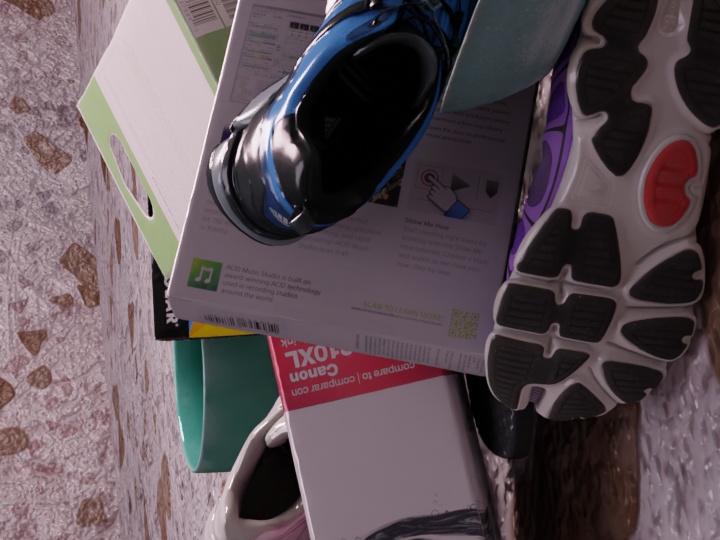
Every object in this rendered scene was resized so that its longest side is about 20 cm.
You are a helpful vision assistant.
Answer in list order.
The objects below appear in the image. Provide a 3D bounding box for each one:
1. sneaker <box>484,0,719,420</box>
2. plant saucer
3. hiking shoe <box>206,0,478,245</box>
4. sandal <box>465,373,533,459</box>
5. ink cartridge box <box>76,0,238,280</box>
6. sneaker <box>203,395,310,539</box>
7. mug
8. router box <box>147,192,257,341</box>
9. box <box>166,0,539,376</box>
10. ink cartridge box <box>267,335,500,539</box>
[{"bbox_3d":[0.102,-0.033,0.582,0.084,0.080,0.201,-90,13,-68],"label":"sneaker"},{"bbox_3d":[0.082,-0.147,0.543,0.200,0.036,0.201,21,-90,-88],"label":"plant saucer"},{"bbox_3d":[0.019,-0.095,0.590,0.201,0.074,0.087,-62,26,-11],"label":"hiking shoe"},{"bbox_3d":[0.076,0.017,0.710,0.201,0.048,0.076,-95,9,-61],"label":"sandal"},{"bbox_3d":[-0.111,-0.095,0.924,0.146,0.048,0.200,62,152,8],"label":"ink cartridge box"},{"bbox_3d":[-0.025,0.098,0.889,0.201,0.078,0.099,-61,-5,-22],"label":"sneaker"},{"bbox_3d":[-0.075,0.069,1.110,0.185,0.114,0.153,114,150,-57],"label":"mug"},{"bbox_3d":[-0.074,-0.055,1.017,0.051,0.148,0.202,27,-121,-84],"label":"router box"},{"bbox_3d":[0.005,-0.063,0.653,0.036,0.143,0.201,90,-169,-73],"label":"box"},{"bbox_3d":[0.022,0.115,0.711,0.145,0.084,0.201,40,-143,-82],"label":"ink cartridge box"}]
